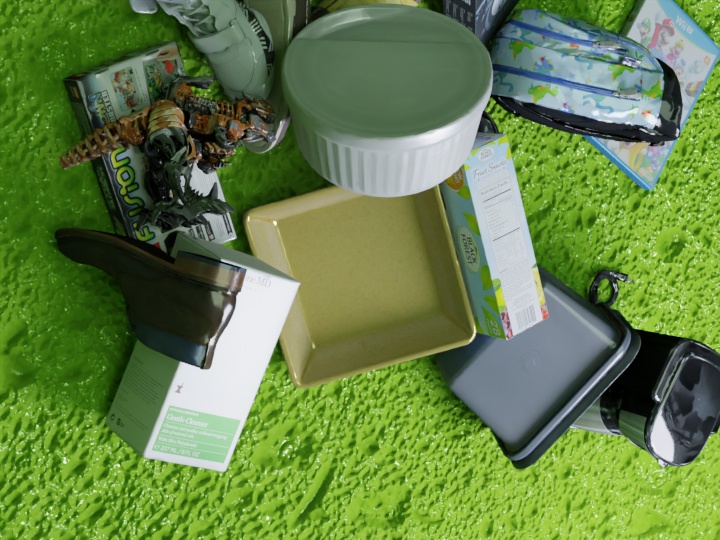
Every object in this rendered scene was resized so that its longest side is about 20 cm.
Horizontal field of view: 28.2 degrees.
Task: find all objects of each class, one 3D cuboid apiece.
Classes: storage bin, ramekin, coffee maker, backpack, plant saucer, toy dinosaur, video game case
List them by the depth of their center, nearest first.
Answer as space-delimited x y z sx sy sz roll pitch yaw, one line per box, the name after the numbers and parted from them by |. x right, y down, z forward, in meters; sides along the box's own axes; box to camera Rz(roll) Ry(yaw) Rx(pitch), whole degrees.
-0.173 -0.109 1.320 0.198 0.102 0.137 -10 89 -3 | toy dinosaur
0.024 -0.157 1.353 0.201 0.202 0.095 -29 144 -26 | ramekin
0.000 0.000 1.461 0.198 0.049 0.202 -15 109 3 | plant saucer
0.234 -0.210 1.560 0.198 0.163 0.155 -3 106 -11 | backpack
0.183 0.088 1.579 0.134 0.146 0.200 40 100 -21 | storage bin
0.314 0.107 1.629 0.134 0.199 0.194 1 97 -34 | coffee maker
0.345 -0.218 1.707 0.143 0.018 0.201 34 78 -31 | video game case

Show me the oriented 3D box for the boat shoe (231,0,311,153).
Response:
-0.082 -0.217 1.402 0.059 0.071 0.202 -17 114 -57 | boat shoe

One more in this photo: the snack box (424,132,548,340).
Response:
0.101 -0.042 1.487 0.067 0.168 0.202 -27 112 -28 | snack box

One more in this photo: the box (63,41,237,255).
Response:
-0.198 -0.105 1.363 0.109 0.035 0.202 -25 110 -27 | box

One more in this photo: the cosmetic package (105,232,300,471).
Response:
-0.152 0.078 1.370 0.107 0.085 0.202 16 99 -42 | cosmetic package

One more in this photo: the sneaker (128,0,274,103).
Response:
-0.152 -0.237 1.325 0.115 0.075 0.202 -40 115 -55 | sneaker

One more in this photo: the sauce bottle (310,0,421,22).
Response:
0.027 -0.286 1.463 0.200 0.065 0.065 -40 116 -20 | sauce bottle

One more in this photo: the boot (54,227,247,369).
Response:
-0.203 0.022 1.292 0.075 0.198 0.098 14 90 -65 | boot

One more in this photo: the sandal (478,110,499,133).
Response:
0.105 -0.159 1.543 0.076 0.048 0.201 -51 120 -16 | sandal

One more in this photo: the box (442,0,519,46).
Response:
0.145 -0.333 1.470 0.161 0.043 0.200 -54 165 -15 | box
